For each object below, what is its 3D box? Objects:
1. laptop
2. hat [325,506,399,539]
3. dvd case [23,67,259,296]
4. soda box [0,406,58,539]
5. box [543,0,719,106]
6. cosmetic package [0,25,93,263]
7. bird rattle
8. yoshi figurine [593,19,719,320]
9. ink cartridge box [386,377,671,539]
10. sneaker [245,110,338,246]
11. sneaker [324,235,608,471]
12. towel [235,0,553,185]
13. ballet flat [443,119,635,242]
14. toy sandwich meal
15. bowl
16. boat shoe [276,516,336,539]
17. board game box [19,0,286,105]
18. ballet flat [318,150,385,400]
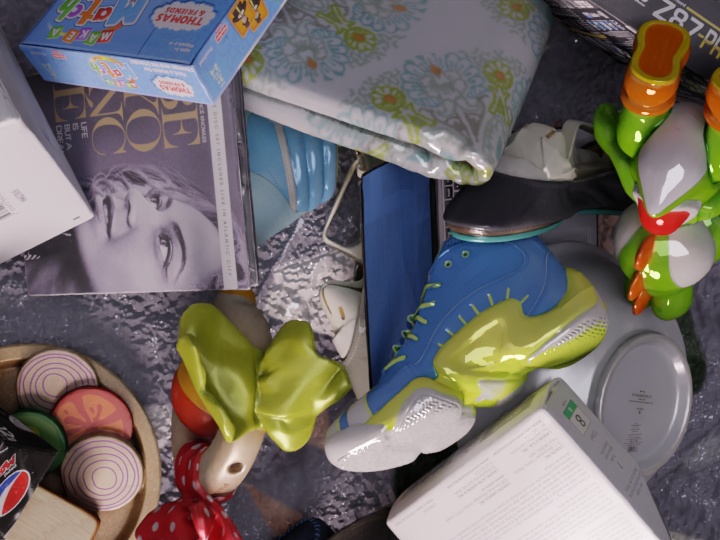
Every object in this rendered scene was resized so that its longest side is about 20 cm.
[{"bbox_3d":[0.089,0.009,0.849,0.196,0.116,0.191,-6,105,-9],"label":"laptop"},{"bbox_3d":[0.043,0.260,0.855,0.198,0.080,0.205,0,90,-37],"label":"hat"},{"bbox_3d":[-0.153,-0.061,0.805,0.197,0.016,0.152,-2,95,32],"label":"dvd case"},{"bbox_3d":[-0.291,0.088,0.783,0.198,0.063,0.071,32,88,22],"label":"soda box"},{"bbox_3d":[0.196,-0.162,0.828,0.160,0.200,0.049,34,98,-9],"label":"box"},{"bbox_3d":[-0.270,-0.116,0.729,0.121,0.200,0.202,-26,79,-6],"label":"cosmetic package"},{"bbox_3d":[-0.088,0.102,0.823,0.111,0.164,0.202,7,124,-19],"label":"bird rattle"},{"bbox_3d":[0.203,-0.061,0.766,0.110,0.113,0.202,-13,137,-9],"label":"yoshi figurine"},{"bbox_3d":[0.134,0.190,0.800,0.200,0.050,0.161,47,125,-1],"label":"ink cartridge box"},{"bbox_3d":[-0.087,-0.116,0.854,0.129,0.079,0.202,-27,88,-22],"label":"sneaker"},{"bbox_3d":[0.053,0.045,0.784,0.198,0.076,0.106,-27,63,-6],"label":"sneaker"},{"bbox_3d":[0.016,-0.146,0.815,0.197,0.049,0.173,19,53,8],"label":"towel"},{"bbox_3d":[0.126,-0.064,0.813,0.198,0.072,0.074,-11,96,-45],"label":"ballet flat"},{"bbox_3d":[-0.232,0.152,0.841,0.201,0.070,0.209,-1,94,-10],"label":"toy sandwich meal"},{"bbox_3d":[0.165,0.084,0.855,0.198,0.090,0.205,-5,99,-35],"label":"bowl"},{"bbox_3d":[-0.097,0.248,0.862,0.200,0.084,0.069,-48,111,-6],"label":"boat shoe"},{"bbox_3d":[-0.103,-0.195,0.776,0.201,0.149,0.037,-59,142,-26],"label":"board game box"},{"bbox_3d":[0.000,0.000,0.876,0.063,0.067,0.204,9,85,-8],"label":"ballet flat"}]
